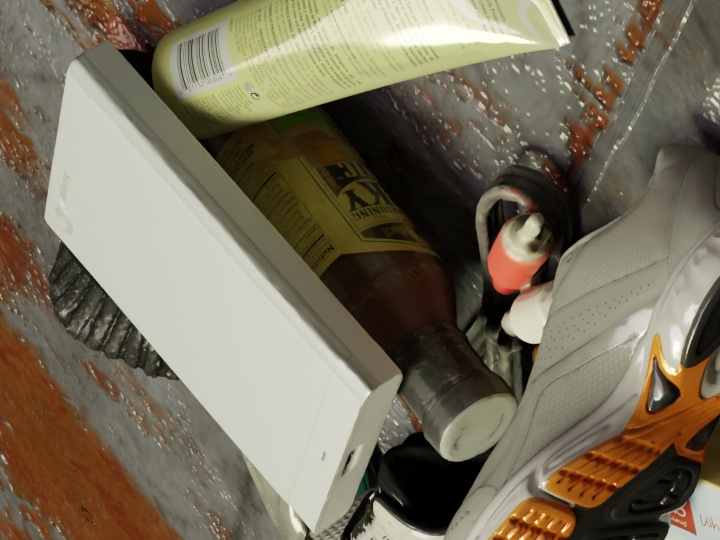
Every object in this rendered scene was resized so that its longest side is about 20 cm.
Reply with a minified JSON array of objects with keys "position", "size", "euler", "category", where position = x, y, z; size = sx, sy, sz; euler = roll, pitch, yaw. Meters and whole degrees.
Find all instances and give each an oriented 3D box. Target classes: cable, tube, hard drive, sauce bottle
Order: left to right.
[{"position":[-0.065,0.009,1.146],"size":[0.200,0.026,0.132],"euler":[48,150,18],"category":"hard drive"},{"position":[-0.003,-0.102,1.081],"size":[0.058,0.052,0.199],"euler":[28,149,-38],"category":"tube"},{"position":[0.000,0.000,1.140],"size":[0.200,0.064,0.065],"euler":[52,153,31],"category":"sauce bottle"},{"position":[0.058,0.023,1.120],"size":[0.097,0.050,0.200],"euler":[54,151,4],"category":"cable"}]

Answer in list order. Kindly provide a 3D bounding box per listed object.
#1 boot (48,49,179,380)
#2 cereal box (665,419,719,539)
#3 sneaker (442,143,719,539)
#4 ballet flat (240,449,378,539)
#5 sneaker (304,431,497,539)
[{"position":[-0.080,0.007,1.282],"size":[0.211,0.079,0.158],"euler":[50,145,35],"category":"boot"},{"position":[0.178,0.157,1.034],"size":[0.144,0.039,0.201],"euler":[20,136,46],"category":"cereal box"},{"position":[0.094,0.041,0.994],"size":[0.076,0.200,0.092],"euler":[27,-162,-40],"category":"sneaker"},{"position":[-0.011,0.141,1.331],"size":[0.064,0.067,0.201],"euler":[2,114,61],"category":"ballet flat"},{"position":[0.031,0.108,1.202],"size":[0.088,0.076,0.199],"euler":[43,148,-25],"category":"sneaker"}]
